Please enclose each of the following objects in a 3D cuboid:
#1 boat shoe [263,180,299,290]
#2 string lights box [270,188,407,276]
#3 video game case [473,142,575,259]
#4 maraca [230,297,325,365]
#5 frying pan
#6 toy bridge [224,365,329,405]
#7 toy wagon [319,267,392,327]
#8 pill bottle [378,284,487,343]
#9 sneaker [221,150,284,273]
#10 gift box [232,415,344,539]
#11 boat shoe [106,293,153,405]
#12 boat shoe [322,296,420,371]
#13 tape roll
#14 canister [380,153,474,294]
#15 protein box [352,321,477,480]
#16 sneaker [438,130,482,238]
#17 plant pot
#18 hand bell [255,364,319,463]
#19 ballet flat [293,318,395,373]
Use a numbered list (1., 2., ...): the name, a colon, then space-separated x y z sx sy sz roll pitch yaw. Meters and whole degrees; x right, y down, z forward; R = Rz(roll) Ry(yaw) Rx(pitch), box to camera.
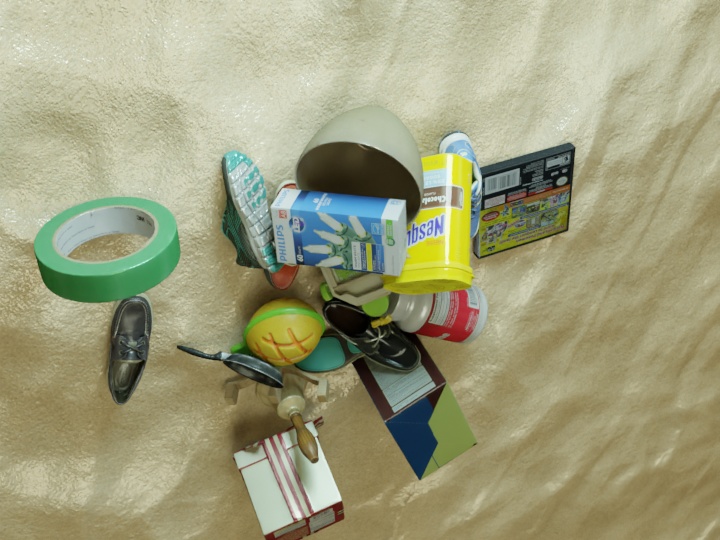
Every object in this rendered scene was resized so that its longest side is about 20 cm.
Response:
1. boat shoe: -0.119 -0.046 1.414 0.070 0.063 0.203 -4 125 -24
2. string lights box: -0.031 -0.059 1.305 0.196 0.059 0.104 6 127 14
3. video game case: 0.298 -0.127 1.578 0.197 0.026 0.183 -17 128 -15
4. maraca: -0.143 0.117 1.493 0.135 0.109 0.200 18 140 -30
5. frying pan: -0.215 0.164 1.493 0.031 0.187 0.115 -67 154 -18
6. toy bridge: -0.151 0.204 1.546 0.196 0.068 0.027 -3 142 14
7. toy wagon: 0.000 0.000 1.460 0.153 0.040 0.203 -20 106 14
8. pill bottle: 0.127 0.064 1.572 0.197 0.113 0.113 14 116 -31
9. sneaker: -0.188 -0.086 1.347 0.078 0.090 0.203 -42 122 -51
10. gift box: -0.129 0.390 1.620 0.182 0.189 0.201 -19 153 -15
11. boat shoe: -0.378 0.131 1.412 0.071 0.065 0.203 6 119 -26
12. boat shoe: 0.017 0.116 1.517 0.198 0.068 0.072 34 89 2
13. tape roll: -0.356 -0.034 1.220 0.197 0.201 0.049 -13 127 -16
14. canister: 0.109 -0.072 1.372 0.086 0.147 0.204 18 70 -49
15. protein box: 0.095 0.238 1.620 0.134 0.201 0.200 -30 130 -2
16. sneaker: 0.171 -0.132 1.473 0.074 0.078 0.202 -15 126 -1
17. plant pot: 0.010 -0.172 1.323 0.196 0.136 0.202 10 144 8
18. hand bell: -0.114 0.271 1.545 0.102 0.201 0.106 -12 128 -16
19. ballet flat: -0.028 0.141 1.585 0.197 0.071 0.071 -20 130 3
